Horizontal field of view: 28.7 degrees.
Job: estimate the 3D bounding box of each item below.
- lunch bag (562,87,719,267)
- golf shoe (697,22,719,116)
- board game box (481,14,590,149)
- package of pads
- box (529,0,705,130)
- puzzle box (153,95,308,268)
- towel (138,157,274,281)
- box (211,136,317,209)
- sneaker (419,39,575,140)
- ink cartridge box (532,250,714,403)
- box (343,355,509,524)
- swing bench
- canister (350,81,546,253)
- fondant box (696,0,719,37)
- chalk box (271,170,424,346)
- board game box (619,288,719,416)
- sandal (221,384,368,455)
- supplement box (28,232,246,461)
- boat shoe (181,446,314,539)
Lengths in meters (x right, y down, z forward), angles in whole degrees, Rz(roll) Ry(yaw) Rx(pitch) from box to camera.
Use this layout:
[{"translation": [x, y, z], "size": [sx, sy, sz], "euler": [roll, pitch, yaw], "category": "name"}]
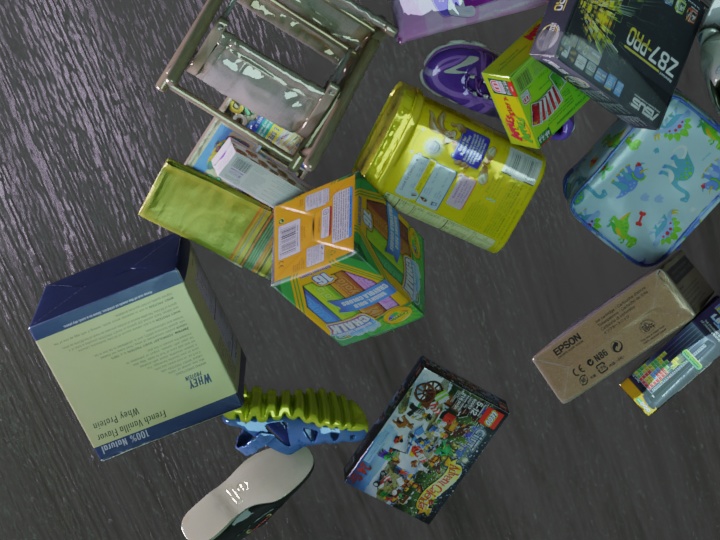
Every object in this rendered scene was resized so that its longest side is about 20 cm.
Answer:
[{"translation": [0.360, -0.114, 1.728], "size": [0.161, 0.082, 0.200], "euler": [35, 107, -14], "category": "lunch bag"}, {"translation": [0.440, -0.200, 1.660], "size": [0.078, 0.097, 0.200], "euler": [-8, 146, 29], "category": "golf shoe"}, {"translation": [0.235, -0.243, 1.622], "size": [0.200, 0.048, 0.102], "euler": [-43, 126, -22], "category": "board game box"}, {"translation": [0.121, -0.345, 1.625], "size": [0.200, 0.076, 0.121], "euler": [-14, 115, 3], "category": "package of pads"}, {"translation": [0.293, -0.272, 1.596], "size": [0.200, 0.049, 0.161], "euler": [27, 84, -38], "category": "box"}, {"translation": [-0.148, -0.114, 1.735], "size": [0.133, 0.025, 0.200], "euler": [30, 108, -15], "category": "puzzle box"}, {"translation": [-0.166, -0.058, 1.734], "size": [0.200, 0.018, 0.086], "euler": [26, 108, -13], "category": "towel"}, {"translation": [-0.090, -0.094, 1.706], "size": [0.200, 0.039, 0.041], "euler": [29, 111, -33], "category": "box"}, {"translation": [0.169, -0.212, 1.678], "size": [0.200, 0.083, 0.081], "euler": [19, 110, -9], "category": "sneaker"}, {"translation": [0.325, 0.067, 1.738], "size": [0.200, 0.165, 0.075], "euler": [-38, 85, 22], "category": "ink cartridge box"}, {"translation": [0.087, 0.228, 1.881], "size": [0.136, 0.038, 0.200], "euler": [29, 108, -13], "category": "box"}, {"translation": [-0.098, -0.247, 1.623], "size": [0.199, 0.130, 0.200], "euler": [31, 86, -14], "category": "swing bench"}, {"translation": [0.106, -0.121, 1.712], "size": [0.200, 0.087, 0.149], "euler": [23, 110, -13], "category": "canister"}, {"translation": [0.493, -0.349, 1.650], "size": [0.144, 0.058, 0.200], "euler": [17, 112, -9], "category": "fondant box"}, {"translation": [0.000, 0.000, 1.689], "size": [0.124, 0.125, 0.200], "euler": [-21, 139, 26], "category": "chalk box"}, {"translation": [0.409, 0.095, 1.754], "size": [0.165, 0.200, 0.057], "euler": [-45, 81, 13], "category": "board game box"}, {"translation": [-0.089, 0.203, 1.847], "size": [0.200, 0.080, 0.087], "euler": [6, 116, 4], "category": "sandal"}, {"translation": [-0.271, 0.093, 1.756], "size": [0.200, 0.134, 0.200], "euler": [-22, 112, 6], "category": "supplement box"}, {"translation": [-0.145, 0.304, 1.892], "size": [0.201, 0.074, 0.063], "euler": [-36, 149, 1], "category": "boat shoe"}]
